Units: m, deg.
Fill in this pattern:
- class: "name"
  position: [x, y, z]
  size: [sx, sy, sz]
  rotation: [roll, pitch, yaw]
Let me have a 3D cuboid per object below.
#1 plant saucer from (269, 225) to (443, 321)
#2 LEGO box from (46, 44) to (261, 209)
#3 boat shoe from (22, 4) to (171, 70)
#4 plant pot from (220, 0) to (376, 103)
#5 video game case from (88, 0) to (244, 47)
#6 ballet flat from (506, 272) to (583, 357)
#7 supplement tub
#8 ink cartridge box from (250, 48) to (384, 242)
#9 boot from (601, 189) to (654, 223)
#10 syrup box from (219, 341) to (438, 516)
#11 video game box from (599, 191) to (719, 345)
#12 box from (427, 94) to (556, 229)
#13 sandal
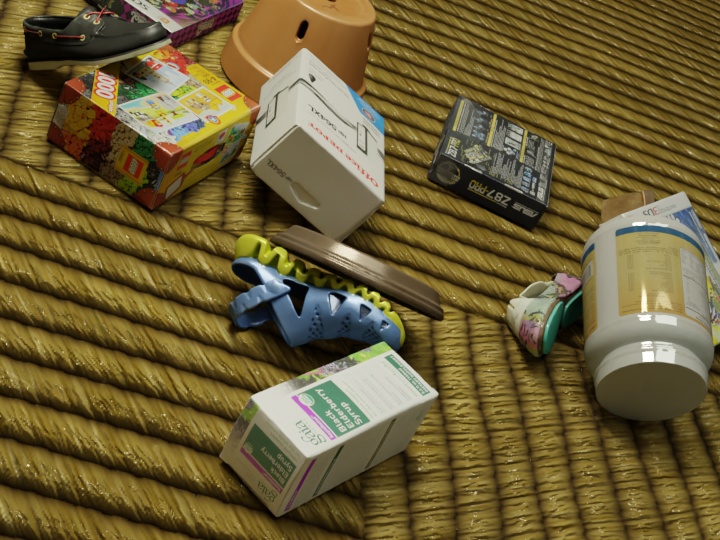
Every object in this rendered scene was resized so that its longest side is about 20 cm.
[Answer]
- class: "plant saucer"
  position: [0.000, 0.000, 1.414]
  size: [0.199, 0.030, 0.200]
  rotation: [24, -3, 1]
- class: "LEGO box"
  position: [-0.229, -0.167, 1.527]
  size: [0.149, 0.077, 0.200]
  rotation: [33, 32, 9]
- class: "boat shoe"
  position: [-0.300, -0.263, 1.521]
  size: [0.200, 0.063, 0.074]
  rotation: [2, 21, 32]
- class: "plant pot"
  position: [-0.068, -0.304, 1.790]
  size: [0.199, 0.140, 0.200]
  rotation: [21, 31, -13]
- class: "video game case"
  position: [-0.279, -0.377, 1.828]
  size: [0.181, 0.036, 0.200]
  rotation: [35, 32, 8]
- class: "ballet flat"
  position: [0.213, 0.048, 1.587]
  size: [0.071, 0.070, 0.200]
  rotation: [19, 24, 20]
- class: "supplement tub"
  position: [0.326, 0.054, 1.546]
  size: [0.144, 0.145, 0.201]
  rotation: [18, 52, -16]
- class: "ink cartridge box"
  position: [-0.046, -0.150, 1.599]
  size: [0.146, 0.084, 0.200]
  rotation: [40, 25, -24]
- class: "boot"
  position: [0.366, -0.035, 1.835]
  size: [0.075, 0.074, 0.201]
  rotation: [-2, 38, 8]
- class: "syrup box"
  position: [-0.026, 0.141, 1.241]
  size: [0.079, 0.082, 0.200]
  rotation: [42, 33, 22]
- class: "video game box"
  position: [0.405, 0.007, 1.731]
  size: [0.182, 0.047, 0.201]
  rotation: [-19, 80, -48]
- class: "box"
  position: [0.184, -0.151, 1.854]
  size: [0.161, 0.049, 0.200]
  rotation: [27, 32, -5]
- class: "sandal"
  position: [-0.051, 0.042, 1.352]
  size: [0.199, 0.080, 0.087]
  rotation: [22, 67, 15]
